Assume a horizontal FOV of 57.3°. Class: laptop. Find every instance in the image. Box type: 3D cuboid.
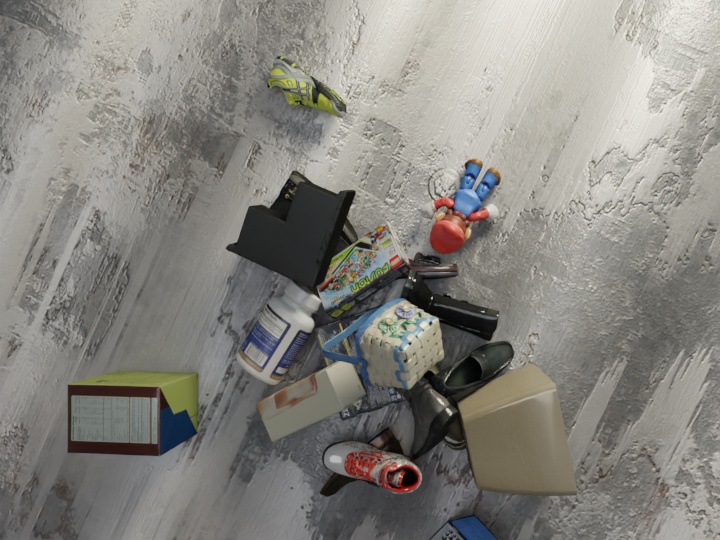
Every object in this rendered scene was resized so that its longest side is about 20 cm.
[{"bbox_3d":[0.222,0.606,1.312,0.200,0.116,0.187,-45,83,5],"label":"laptop"}]

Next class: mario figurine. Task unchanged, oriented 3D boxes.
[{"bbox_3d":[0.206,-0.124,1.361,0.122,0.106,0.202,26,81,43],"label":"mario figurine"}]

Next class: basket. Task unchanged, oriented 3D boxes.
[{"bbox_3d":[0.048,0.131,1.245,0.197,0.176,0.142,5,119,40],"label":"basket"}]

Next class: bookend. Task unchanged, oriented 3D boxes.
[{"bbox_3d":[-0.138,-0.099,1.318,0.196,0.092,0.203,22,101,8],"label":"bookend"}]

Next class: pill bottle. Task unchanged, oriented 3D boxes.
[{"bbox_3d":[-0.165,0.125,1.377,0.110,0.111,0.202,34,94,7],"label":"pill bottle"}]

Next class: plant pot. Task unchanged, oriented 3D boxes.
[{"bbox_3d":[0.283,0.310,1.254,0.173,0.200,0.205,-12,92,4],"label":"plant pot"}]

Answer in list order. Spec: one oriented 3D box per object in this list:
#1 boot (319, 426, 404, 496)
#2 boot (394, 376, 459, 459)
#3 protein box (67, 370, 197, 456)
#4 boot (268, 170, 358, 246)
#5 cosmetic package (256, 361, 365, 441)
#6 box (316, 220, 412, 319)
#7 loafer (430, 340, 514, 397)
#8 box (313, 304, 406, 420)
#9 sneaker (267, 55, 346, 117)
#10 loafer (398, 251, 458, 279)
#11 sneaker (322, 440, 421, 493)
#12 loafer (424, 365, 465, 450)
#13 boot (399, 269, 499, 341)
[{"bbox_3d":[0.011,0.427,1.366,0.199,0.075,0.097,-41,81,3],"label":"boot"},{"bbox_3d":[0.117,0.281,1.315,0.069,0.202,0.132,-24,61,-36],"label":"boot"},{"bbox_3d":[-0.467,0.292,1.372,0.195,0.198,0.138,0,89,8],"label":"protein box"},{"bbox_3d":[-0.116,-0.090,1.398,0.204,0.073,0.154,45,99,6],"label":"boot"},{"bbox_3d":[-0.102,0.262,1.339,0.198,0.103,0.089,-29,84,27],"label":"cosmetic package"},{"bbox_3d":[0.000,0.000,1.351,0.198,0.035,0.111,-34,58,16],"label":"box"},{"bbox_3d":[0.232,0.196,1.311,0.197,0.070,0.069,-23,82,-22],"label":"loafer"},{"bbox_3d":[0.006,0.193,1.384,0.158,0.049,0.204,-19,87,5],"label":"box"},{"bbox_3d":[-0.113,-0.375,1.405,0.199,0.075,0.077,37,102,17],"label":"sneaker"},{"bbox_3d":[0.104,-0.013,1.365,0.195,0.072,0.065,-2,84,11],"label":"loafer"},{"bbox_3d":[0.024,0.383,1.286,0.197,0.108,0.069,12,85,-5],"label":"sneaker"},{"bbox_3d":[0.162,0.278,1.349,0.074,0.070,0.203,-30,85,6],"label":"loafer"},{"bbox_3d":[0.179,0.072,1.305,0.196,0.165,0.067,22,78,10],"label":"boot"}]
